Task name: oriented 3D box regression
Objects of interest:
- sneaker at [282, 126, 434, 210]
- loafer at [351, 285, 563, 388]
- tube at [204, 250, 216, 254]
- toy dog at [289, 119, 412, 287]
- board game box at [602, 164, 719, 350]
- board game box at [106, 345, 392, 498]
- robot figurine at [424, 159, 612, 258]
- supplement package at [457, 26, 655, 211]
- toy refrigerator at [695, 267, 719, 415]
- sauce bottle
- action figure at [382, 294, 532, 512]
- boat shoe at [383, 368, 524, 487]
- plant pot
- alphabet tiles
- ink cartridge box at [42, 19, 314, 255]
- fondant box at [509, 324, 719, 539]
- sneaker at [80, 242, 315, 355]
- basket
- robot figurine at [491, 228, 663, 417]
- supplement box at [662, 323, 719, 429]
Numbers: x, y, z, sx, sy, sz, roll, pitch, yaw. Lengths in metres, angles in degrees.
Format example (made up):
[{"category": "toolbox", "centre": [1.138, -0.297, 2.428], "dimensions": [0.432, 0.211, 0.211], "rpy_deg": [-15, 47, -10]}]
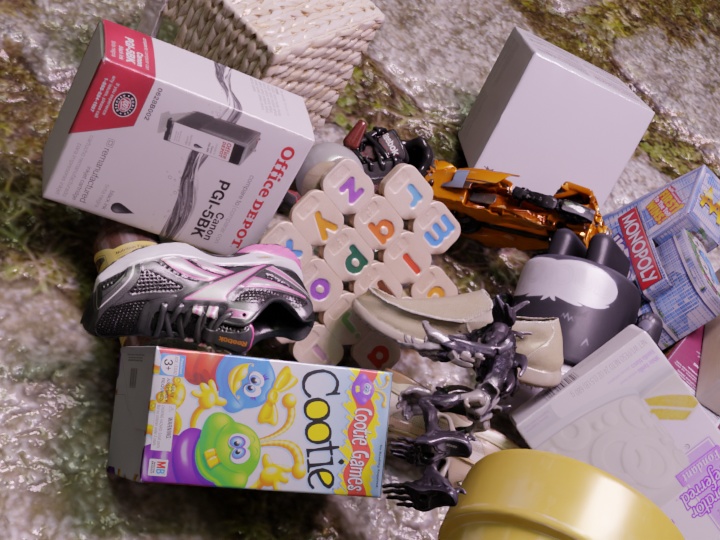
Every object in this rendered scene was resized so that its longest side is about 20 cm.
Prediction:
[{"category": "sneaker", "centre": [-0.004, -0.109, 1.308], "dimensions": [0.200, 0.098, 0.071], "rpy_deg": [-4, 53, -33]}, {"category": "loafer", "centre": [0.091, 0.047, 1.109], "dimensions": [0.200, 0.068, 0.076], "rpy_deg": [18, 4, 3]}, {"category": "tube", "centre": [-0.126, -0.021, 1.186], "dimensions": [0.058, 0.052, 0.200], "rpy_deg": [49, 10, -53]}, {"category": "toy dog", "centre": [0.002, -0.071, 1.187], "dimensions": [0.132, 0.096, 0.200], "rpy_deg": [43, -3, 29]}, {"category": "board game box", "centre": [0.308, -0.010, 1.298], "dimensions": [0.062, 0.200, 0.200], "rpy_deg": [40, 26, -26]}, {"category": "board game box", "centre": [-0.089, 0.122, 0.987], "dimensions": [0.200, 0.105, 0.103], "rpy_deg": [8, 83, -25]}, {"category": "robot figurine", "centre": [0.170, -0.062, 1.300], "dimensions": [0.200, 0.145, 0.058], "rpy_deg": [12, 71, 23]}, {"category": "supplement package", "centre": [0.217, -0.168, 1.413], "dimensions": [0.151, 0.152, 0.200], "rpy_deg": [25, 17, -8]}, {"category": "toy refrigerator", "centre": [0.395, 0.063, 1.229], "dimensions": [0.076, 0.070, 0.200], "rpy_deg": [32, 42, -5]}, {"category": "sauce bottle", "centre": [-0.202, 0.001, 1.100], "dimensions": [0.065, 0.065, 0.200], "rpy_deg": [0, 48, -32]}, {"category": "action figure", "centre": [0.075, 0.093, 1.002], "dimensions": [0.102, 0.119, 0.200], "rpy_deg": [14, 42, 19]}, {"category": "boat shoe", "centre": [0.088, 0.165, 1.118], "dimensions": [0.200, 0.072, 0.065], "rpy_deg": [34, 81, -18]}, {"category": "plant pot", "centre": [0.133, 0.273, 0.949], "dimensions": [0.201, 0.201, 0.189], "rpy_deg": [34, 56, 2]}, {"category": "alphabet tiles", "centre": [0.000, 0.000, 1.132], "dimensions": [0.196, 0.200, 0.015], "rpy_deg": [48, -8, -31]}, {"category": "ink cartridge box", "centre": [-0.161, -0.109, 1.085], "dimensions": [0.200, 0.147, 0.083], "rpy_deg": [18, 28, -24]}, {"category": "fondant box", "centre": [0.251, 0.171, 1.105], "dimensions": [0.200, 0.144, 0.058], "rpy_deg": [53, 2, -4]}, {"category": "sneaker", "centre": [-0.122, 0.029, 0.998], "dimensions": [0.200, 0.080, 0.086], "rpy_deg": [-10, 48, -29]}, {"category": "basket", "centre": [-0.116, -0.234, 1.287], "dimensions": [0.161, 0.198, 0.200], "rpy_deg": [46, 42, 13]}, {"category": "robot figurine", "centre": [0.203, 0.063, 1.204], "dimensions": [0.125, 0.150, 0.200], "rpy_deg": [23, 74, -14]}, {"category": "supplement box", "centre": [0.318, 0.137, 1.246], "dimensions": [0.086, 0.110, 0.200], "rpy_deg": [43, 42, 9]}]
